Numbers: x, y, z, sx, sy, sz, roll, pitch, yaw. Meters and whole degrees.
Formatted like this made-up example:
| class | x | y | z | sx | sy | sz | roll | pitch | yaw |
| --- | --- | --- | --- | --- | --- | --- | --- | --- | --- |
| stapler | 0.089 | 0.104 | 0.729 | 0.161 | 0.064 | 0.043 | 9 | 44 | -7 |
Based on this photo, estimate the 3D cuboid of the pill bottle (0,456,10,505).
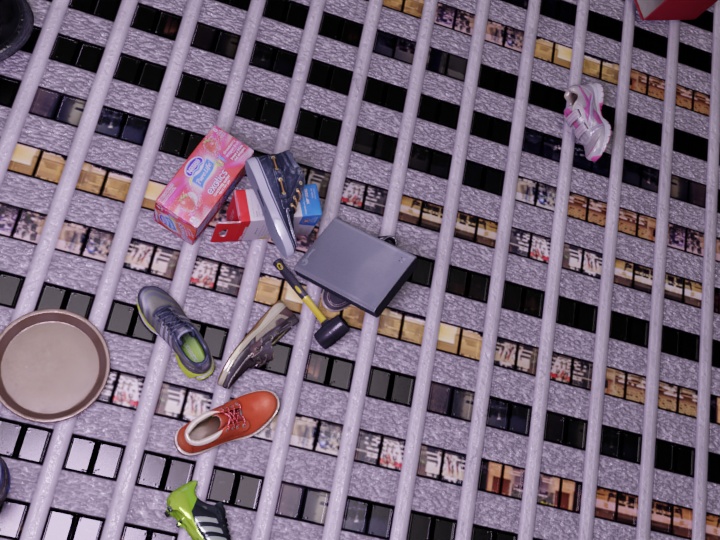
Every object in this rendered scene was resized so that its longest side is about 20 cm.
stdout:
| class | x | y | z | sx | sy | sz | roll | pitch | yaw |
| --- | --- | --- | --- | --- | --- | --- | --- | --- | --- |
| pill bottle | -0.605 | 0.326 | 1.362 | 0.114 | 0.200 | 0.114 | 5 | 71 | -14 |

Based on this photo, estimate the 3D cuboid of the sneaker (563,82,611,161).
| class | x | y | z | sx | sy | sz | roll | pitch | yaw |
| --- | --- | --- | --- | --- | --- | --- | --- | --- | --- |
| sneaker | 0.501 | -0.335 | 1.984 | 0.088 | 0.081 | 0.200 | 4 | 63 | -14 |

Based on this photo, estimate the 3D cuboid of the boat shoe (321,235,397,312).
| class | x | y | z | sx | sy | sz | roll | pitch | yaw |
| --- | --- | --- | --- | --- | --- | --- | --- | --- | --- |
| boat shoe | 0.000 | 0.000 | 1.725 | 0.073 | 0.063 | 0.200 | 46 | 67 | -1 |

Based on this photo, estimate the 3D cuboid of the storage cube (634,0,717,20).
| class | x | y | z | sx | sy | sz | roll | pitch | yaw |
| --- | --- | --- | --- | --- | --- | --- | --- | --- | --- |
| storage cube | 0.774 | -0.725 | 2.132 | 0.180 | 0.200 | 0.171 | -9 | 74 | -26 |

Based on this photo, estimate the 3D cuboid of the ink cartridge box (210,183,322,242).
| class | x | y | z | sx | sy | sz | roll | pitch | yaw |
| --- | --- | --- | --- | --- | --- | --- | --- | --- | --- |
| ink cartridge box | -0.185 | -0.107 | 1.678 | 0.200 | 0.116 | 0.067 | -6 | 75 | -19 |

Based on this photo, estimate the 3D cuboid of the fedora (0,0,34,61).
| class | x | y | z | sx | sy | sz | roll | pitch | yaw |
| --- | --- | --- | --- | --- | --- | --- | --- | --- | --- |
| fedora | -0.713 | -0.447 | 1.652 | 0.200 | 0.092 | 0.201 | 5 | 71 | -15 |

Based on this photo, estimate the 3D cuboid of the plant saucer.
| class | x | y | z | sx | sy | sz | roll | pitch | yaw |
| --- | --- | --- | --- | --- | --- | --- | --- | --- | --- |
| plant saucer | -0.538 | 0.165 | 1.530 | 0.200 | 0.029 | 0.200 | 5 | 71 | -15 |

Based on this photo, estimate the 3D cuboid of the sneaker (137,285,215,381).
| class | x | y | z | sx | sy | sz | roll | pitch | yaw |
| --- | --- | --- | --- | --- | --- | --- | --- | --- | --- |
| sneaker | -0.327 | 0.104 | 1.584 | 0.074 | 0.081 | 0.200 | -39 | 86 | -24 |

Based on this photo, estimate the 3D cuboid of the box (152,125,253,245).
| class | x | y | z | sx | sy | sz | roll | pitch | yaw |
| --- | --- | --- | --- | --- | --- | --- | --- | --- | --- |
| box | -0.298 | -0.162 | 1.673 | 0.095 | 0.100 | 0.200 | 34 | 67 | -3 |

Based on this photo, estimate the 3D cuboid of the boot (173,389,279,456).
| class | x | y | z | sx | sy | sz | roll | pitch | yaw |
| --- | --- | --- | --- | --- | --- | --- | --- | --- | --- |
| boot | -0.226 | 0.263 | 1.548 | 0.200 | 0.107 | 0.075 | -25 | 79 | -24 |

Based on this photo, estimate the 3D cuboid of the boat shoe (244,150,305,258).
| class | x | y | z | sx | sy | sz | roll | pitch | yaw |
| --- | --- | --- | --- | --- | --- | --- | --- | --- | --- |
| boat shoe | -0.134 | -0.126 | 1.596 | 0.091 | 0.071 | 0.200 | -18 | 77 | -17 |

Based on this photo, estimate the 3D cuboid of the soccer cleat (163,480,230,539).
| class | x | y | z | sx | sy | sz | roll | pitch | yaw |
| --- | --- | --- | --- | --- | --- | --- | --- | --- | --- |
| soccer cleat | -0.249 | 0.447 | 1.503 | 0.081 | 0.068 | 0.200 | -37 | 84 | -36 |

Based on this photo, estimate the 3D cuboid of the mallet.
| class | x | y | z | sx | sy | sz | roll | pitch | yaw |
| --- | --- | --- | --- | --- | --- | --- | --- | --- | --- |
| mallet | -0.109 | 0.065 | 1.689 | 0.200 | 0.041 | 0.066 | 44 | 95 | 13 |

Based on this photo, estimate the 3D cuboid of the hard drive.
| class | x | y | z | sx | sy | sz | roll | pitch | yaw |
| --- | --- | --- | --- | --- | --- | --- | --- | --- | --- |
| hard drive | -0.010 | -0.008 | 1.688 | 0.200 | 0.033 | 0.140 | 27 | 67 | 28 |

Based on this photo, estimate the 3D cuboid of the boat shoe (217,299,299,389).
| class | x | y | z | sx | sy | sz | roll | pitch | yaw |
| --- | --- | --- | --- | --- | --- | --- | --- | --- | --- |
| boat shoe | -0.185 | 0.142 | 1.618 | 0.065 | 0.073 | 0.200 | 35 | 66 | 3 |
